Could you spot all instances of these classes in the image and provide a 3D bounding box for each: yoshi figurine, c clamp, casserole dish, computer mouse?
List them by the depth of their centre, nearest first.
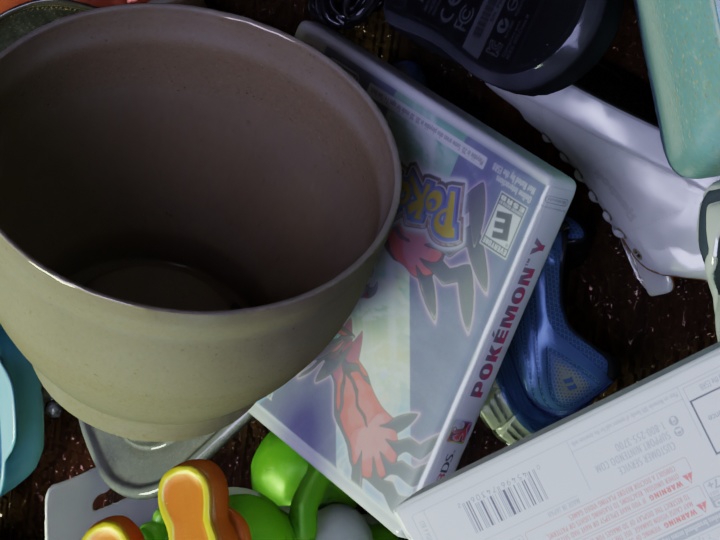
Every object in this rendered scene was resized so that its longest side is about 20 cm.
[{"bbox_3d":[0.065,-0.142,1.258,0.200,0.053,0.139,40,105,48],"label":"computer mouse"},{"bbox_3d":[-0.053,0.119,1.354,0.112,0.200,0.113,20,98,31],"label":"yoshi figurine"},{"bbox_3d":[-0.099,0.026,1.405,0.200,0.027,0.172,-38,49,20],"label":"c clamp"},{"bbox_3d":[-0.229,0.056,1.471,0.199,0.039,0.122,14,111,50],"label":"casserole dish"}]

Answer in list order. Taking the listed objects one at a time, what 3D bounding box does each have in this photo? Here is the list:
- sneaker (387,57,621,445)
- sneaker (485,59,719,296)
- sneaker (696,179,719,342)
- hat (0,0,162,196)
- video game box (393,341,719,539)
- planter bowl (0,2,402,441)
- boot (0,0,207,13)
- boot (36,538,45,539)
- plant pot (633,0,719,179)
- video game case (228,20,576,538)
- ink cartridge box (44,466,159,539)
[{"bbox_3d":[0.066,-0.017,1.328,0.089,0.079,0.201,-27,84,6],"label":"sneaker"},{"bbox_3d":[0.130,-0.038,1.282,0.199,0.073,0.085,34,113,13],"label":"sneaker"},{"bbox_3d":[0.206,0.064,1.210,0.079,0.130,0.200,-11,122,10],"label":"sneaker"},{"bbox_3d":[-0.148,-0.045,1.358,0.200,0.200,0.081,-29,51,29],"label":"hat"},{"bbox_3d":[0.143,0.137,1.138,0.199,0.047,0.183,-27,88,16],"label":"video game box"},{"bbox_3d":[-0.090,-0.008,1.243,0.199,0.200,0.135,30,138,16],"label":"planter bowl"},{"bbox_3d":[-0.172,-0.125,1.417,0.199,0.075,0.108,-30,80,26],"label":"boot"},{"bbox_3d":[-0.227,0.249,1.537,0.153,0.073,0.205,2,98,28],"label":"boot"},{"bbox_3d":[0.200,-0.140,1.117,0.195,0.200,0.197,-12,97,10],"label":"plant pot"},{"bbox_3d":[0.000,0.000,1.280,0.200,0.023,0.183,35,108,44],"label":"video game case"},{"bbox_3d":[-0.104,0.200,1.431,0.067,0.116,0.202,8,108,36],"label":"ink cartridge box"}]
